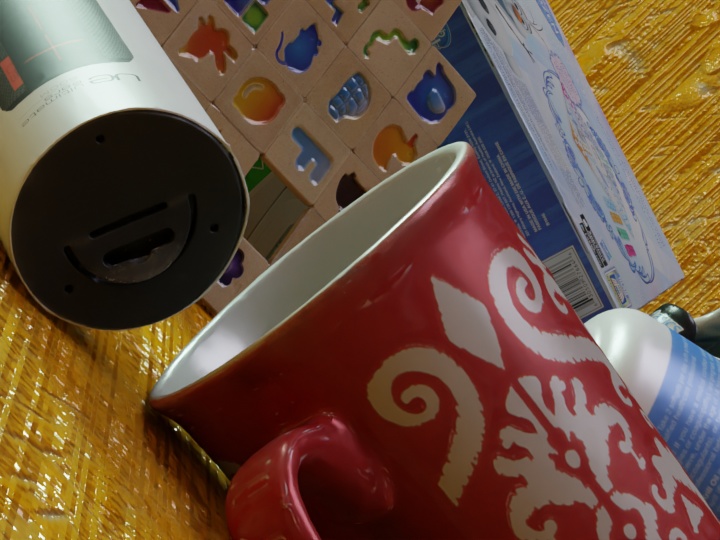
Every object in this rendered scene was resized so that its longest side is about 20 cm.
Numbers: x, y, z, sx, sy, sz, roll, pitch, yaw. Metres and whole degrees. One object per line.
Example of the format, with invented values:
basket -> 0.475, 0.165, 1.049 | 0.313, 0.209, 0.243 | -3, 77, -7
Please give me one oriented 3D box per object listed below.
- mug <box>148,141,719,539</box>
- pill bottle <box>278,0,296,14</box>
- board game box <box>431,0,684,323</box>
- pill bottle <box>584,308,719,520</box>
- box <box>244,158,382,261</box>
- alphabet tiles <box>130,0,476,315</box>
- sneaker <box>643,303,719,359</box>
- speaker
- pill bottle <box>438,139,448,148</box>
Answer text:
mug -> 0.030, 0.089, 0.875 | 0.200, 0.178, 0.133 | 51, -33, -9
pill bottle -> -0.107, -0.151, 1.256 | 0.113, 0.113, 0.200 | 46, -12, -19
board game box -> 0.089, -0.066, 1.355 | 0.201, 0.043, 0.199 | 64, 17, 2
pill bottle -> 0.128, 0.086, 1.160 | 0.199, 0.113, 0.112 | 33, 7, -11
box -> 0.000, 0.000, 1.304 | 0.177, 0.097, 0.200 | 49, 4, 4
alphabet tiles -> -0.036, -0.086, 1.168 | 0.167, 0.200, 0.008 | 46, -24, -23
sneaker -> 0.127, 0.056, 1.321 | 0.072, 0.199, 0.073 | 31, -50, 47
speaker -> -0.104, -0.059, 0.920 | 0.081, 0.081, 0.200 | 45, 6, -34
pill bottle -> 0.040, -0.021, 1.482 | 0.112, 0.111, 0.201 | -121, -166, -69
